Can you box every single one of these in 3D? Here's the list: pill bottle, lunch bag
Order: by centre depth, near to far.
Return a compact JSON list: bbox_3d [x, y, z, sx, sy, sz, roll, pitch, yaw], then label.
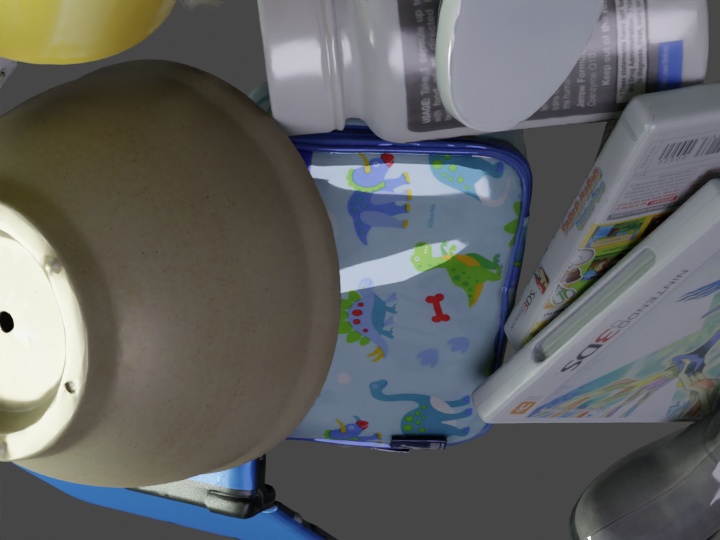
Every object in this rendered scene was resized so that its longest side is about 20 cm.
[{"bbox_3d":[0.053,-0.120,0.951,0.199,0.114,0.114,-6,127,-2],"label":"pill bottle"},{"bbox_3d":[0.000,0.000,1.056,0.160,0.083,0.200,5,125,-5],"label":"lunch bag"}]

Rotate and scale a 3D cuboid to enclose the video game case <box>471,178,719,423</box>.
[{"bbox_3d":[0.181,0.022,1.050,0.200,0.022,0.182,4,141,-46],"label":"video game case"}]

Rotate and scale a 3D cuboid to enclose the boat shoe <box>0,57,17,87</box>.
[{"bbox_3d":[-0.199,-0.091,0.920,0.200,0.073,0.067,-35,129,-34],"label":"boat shoe"}]

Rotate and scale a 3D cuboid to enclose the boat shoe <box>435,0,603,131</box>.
[{"bbox_3d":[0.065,-0.161,0.867,0.072,0.068,0.200,5,103,-31],"label":"boat shoe"}]

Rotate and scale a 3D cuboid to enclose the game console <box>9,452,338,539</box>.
[{"bbox_3d":[-0.107,0.069,1.074,0.200,0.118,0.171,9,102,30],"label":"game console"}]

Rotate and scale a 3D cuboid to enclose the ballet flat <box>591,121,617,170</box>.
[{"bbox_3d":[0.140,-0.001,1.088,0.067,0.046,0.200,5,126,-8],"label":"ballet flat"}]

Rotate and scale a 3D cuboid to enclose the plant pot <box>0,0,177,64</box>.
[{"bbox_3d":[-0.121,-0.195,0.841,0.200,0.201,0.189,7,141,-11],"label":"plant pot"}]

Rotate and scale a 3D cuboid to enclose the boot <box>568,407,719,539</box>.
[{"bbox_3d":[0.203,0.082,1.093,0.200,0.070,0.132,-29,155,-22],"label":"boot"}]

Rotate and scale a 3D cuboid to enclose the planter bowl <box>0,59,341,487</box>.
[{"bbox_3d":[-0.127,0.011,0.921,0.200,0.135,0.201,8,105,31],"label":"planter bowl"}]

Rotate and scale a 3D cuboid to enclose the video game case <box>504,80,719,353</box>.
[{"bbox_3d":[0.185,-0.035,1.007,0.200,0.023,0.182,-12,148,-27],"label":"video game case"}]
